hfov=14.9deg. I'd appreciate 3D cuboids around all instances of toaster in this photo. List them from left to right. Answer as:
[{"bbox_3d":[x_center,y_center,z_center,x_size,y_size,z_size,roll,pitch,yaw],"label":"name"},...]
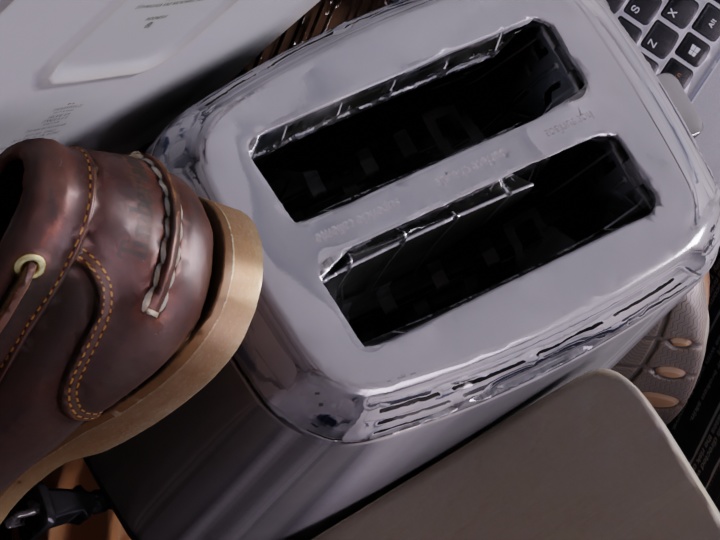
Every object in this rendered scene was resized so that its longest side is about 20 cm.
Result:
[{"bbox_3d":[0.000,0.000,0.732,0.200,0.114,0.129,-23,168,-29],"label":"toaster"}]

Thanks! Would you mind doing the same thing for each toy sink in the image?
[{"bbox_3d":[0.028,0.134,0.751,0.200,0.130,0.112,-33,163,9],"label":"toy sink"}]

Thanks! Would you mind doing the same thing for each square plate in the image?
[{"bbox_3d":[-0.047,-0.070,0.616,0.198,0.028,0.200,-40,169,26],"label":"square plate"}]

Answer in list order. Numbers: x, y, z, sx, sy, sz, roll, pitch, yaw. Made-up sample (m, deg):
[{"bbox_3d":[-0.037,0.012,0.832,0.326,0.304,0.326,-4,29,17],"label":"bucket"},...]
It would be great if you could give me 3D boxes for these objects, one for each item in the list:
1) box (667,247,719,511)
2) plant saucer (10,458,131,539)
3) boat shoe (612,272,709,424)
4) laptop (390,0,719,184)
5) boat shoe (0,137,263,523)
[{"bbox_3d":[0.152,0.069,0.991,0.123,0.198,0.200,16,113,-18],"label":"box"},{"bbox_3d":[-0.027,0.039,0.881,0.200,0.032,0.200,-40,150,-28],"label":"plant saucer"},{"bbox_3d":[0.069,0.022,0.944,0.200,0.076,0.072,126,-17,-63],"label":"boat shoe"},{"bbox_3d":[0.112,-0.124,0.827,0.187,0.200,0.116,-56,-167,5],"label":"laptop"},{"bbox_3d":[-0.112,0.034,0.660,0.070,0.070,0.200,20,130,-40],"label":"boat shoe"}]
